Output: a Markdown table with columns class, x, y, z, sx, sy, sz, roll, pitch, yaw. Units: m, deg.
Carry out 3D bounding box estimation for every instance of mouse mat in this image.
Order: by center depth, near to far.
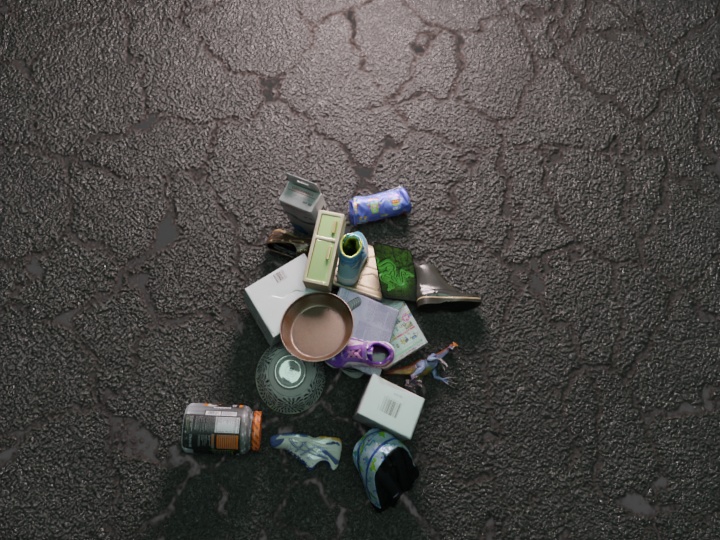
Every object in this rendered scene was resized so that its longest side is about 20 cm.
| class | x | y | z | sx | sy | sz | roll | pitch | yaw |
| --- | --- | --- | --- | --- | --- | --- | --- | --- | --- |
| mouse mat | 0.106 | 0.007 | 1.728 | 0.197 | 0.007 | 0.167 | 8 | 67 | -51 |

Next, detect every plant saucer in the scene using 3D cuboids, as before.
| class | x | y | z | sx | sy | sz | roll | pitch | yaw |
| --- | --- | --- | --- | --- | --- | --- | --- | --- | --- |
| plant saucer | -0.111 | 0.151 | 1.566 | 0.193 | 0.037 | 0.206 | -3 | 55 | 4 |

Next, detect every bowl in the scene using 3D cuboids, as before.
| class | x | y | z | sx | sy | sz | roll | pitch | yaw |
| --- | --- | --- | --- | --- | --- | --- | --- | --- | --- |
| bowl | -0.191 | 0.280 | 1.637 | 0.193 | 0.095 | 0.208 | 2 | 72 | -5 |

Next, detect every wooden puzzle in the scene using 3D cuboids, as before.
| class | x | y | z | sx | sy | sz | roll | pitch | yaw |
| --- | --- | --- | --- | --- | --- | --- | --- | --- | --- |
| wooden puzzle | 0.000 | 0.000 | 1.734 | 0.180 | 0.047 | 0.203 | 17 | 45 | 8 |

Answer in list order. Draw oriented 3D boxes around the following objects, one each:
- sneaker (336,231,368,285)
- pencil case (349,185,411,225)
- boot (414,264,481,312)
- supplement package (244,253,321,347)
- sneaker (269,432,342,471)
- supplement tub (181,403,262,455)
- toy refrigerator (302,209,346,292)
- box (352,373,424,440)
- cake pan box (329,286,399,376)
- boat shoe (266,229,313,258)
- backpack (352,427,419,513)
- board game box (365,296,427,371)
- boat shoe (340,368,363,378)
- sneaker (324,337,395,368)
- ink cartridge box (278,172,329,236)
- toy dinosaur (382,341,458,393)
| class | x | y | z | sx | sy | sz | roll | pitch | yaw |
| --- | --- | --- | --- | --- | --- | --- | --- | --- | --- |
| sneaker | -0.014 | -0.070 | 1.674 | 0.077 | 0.133 | 0.203 | 10 | 43 | 3 |
| pencil case | 0.058 | -0.196 | 1.815 | 0.193 | 0.078 | 0.090 | -14 | 104 | -11 |
| boot | 0.254 | 0.043 | 1.776 | 0.193 | 0.078 | 0.143 | 3 | 61 | -15 |
| supplement package | -0.203 | 0.083 | 1.675 | 0.197 | 0.111 | 0.158 | -31 | 79 | -22 |
| sneaker | -0.146 | 0.480 | 1.592 | 0.193 | 0.076 | 0.091 | 7 | 73 | -4 |
| supplement tub | -0.355 | 0.411 | 1.563 | 0.193 | 0.123 | 0.127 | 4 | 72 | -6 |
| toy refrigerator | -0.097 | -0.053 | 1.633 | 0.073 | 0.070 | 0.207 | 11 | 73 | 7 |
| box | 0.069 | 0.364 | 1.585 | 0.148 | 0.201 | 0.109 | 24 | 73 | 2 |
| cake pan box | -0.006 | 0.172 | 1.637 | 0.179 | 0.052 | 0.206 | 19 | 78 | -4 |
| boat shoe | -0.177 | -0.059 | 1.742 | 0.193 | 0.072 | 0.071 | 14 | 32 | 7 |
| backpack | 0.060 | 0.501 | 1.546 | 0.162 | 0.202 | 0.154 | -38 | 61 | -15 |
| board game box | 0.080 | 0.159 | 1.721 | 0.144 | 0.064 | 0.204 | -27 | 77 | -12 |
| boat shoe | -0.053 | 0.207 | 1.685 | 0.069 | 0.072 | 0.204 | -30 | 79 | -14 |
| sneaker | 0.001 | 0.214 | 1.563 | 0.193 | 0.088 | 0.084 | 2 | 84 | -7 |
| ink cartridge box | -0.157 | -0.178 | 1.710 | 0.113 | 0.201 | 0.068 | 22 | 70 | 21 |
| toy dinosaur | 0.190 | 0.255 | 1.697 | 0.196 | 0.107 | 0.182 | 29 | 51 | 15 |
